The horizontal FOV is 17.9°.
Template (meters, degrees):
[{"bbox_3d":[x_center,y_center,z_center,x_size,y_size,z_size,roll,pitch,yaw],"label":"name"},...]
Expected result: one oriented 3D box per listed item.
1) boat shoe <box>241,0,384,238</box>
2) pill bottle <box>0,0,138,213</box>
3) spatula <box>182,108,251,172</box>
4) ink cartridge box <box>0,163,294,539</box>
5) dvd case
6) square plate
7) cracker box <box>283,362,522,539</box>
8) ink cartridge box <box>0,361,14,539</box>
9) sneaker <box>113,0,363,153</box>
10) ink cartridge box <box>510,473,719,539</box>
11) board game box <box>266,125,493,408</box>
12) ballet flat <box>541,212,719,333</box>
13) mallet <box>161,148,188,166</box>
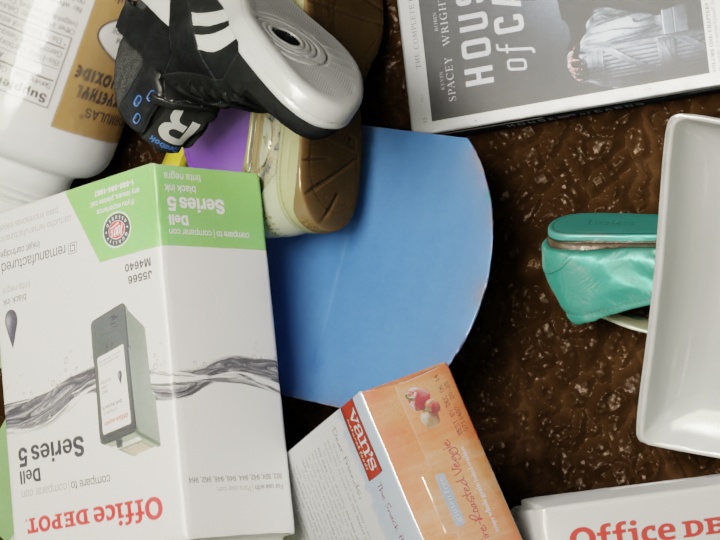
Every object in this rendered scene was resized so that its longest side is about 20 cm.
[{"bbox_3d":[-0.034,-0.115,1.281,0.062,0.073,0.202,-10,62,36],"label":"boat shoe"},{"bbox_3d":[-0.188,-0.113,1.336,0.114,0.114,0.201,23,97,21],"label":"pill bottle"},{"bbox_3d":[-0.070,-0.014,1.296,0.056,0.021,0.202,-14,75,24],"label":"spatula"},{"bbox_3d":[-0.121,0.056,1.247,0.145,0.084,0.202,-14,77,42],"label":"ink cartridge box"},{"bbox_3d":[0.115,-0.161,1.263,0.198,0.025,0.152,-8,85,21],"label":"dvd case"},{"bbox_3d":[0.245,0.018,1.149,0.198,0.028,0.200,9,122,13],"label":"square plate"},{"bbox_3d":[0.013,0.146,1.212,0.135,0.057,0.200,67,153,11],"label":"cracker box"},{"bbox_3d":[-0.172,0.117,1.357,0.199,0.048,0.146,35,101,18],"label":"ink cartridge box"},{"bbox_3d":[-0.072,-0.097,1.227,0.112,0.073,0.200,-59,38,20],"label":"sneaker"},{"bbox_3d":[0.163,0.209,1.169,0.145,0.084,0.202,-7,85,-7],"label":"ink cartridge box"},{"bbox_3d":[0.000,0.000,1.290,0.199,0.039,0.159,9,83,38],"label":"board game box"},{"bbox_3d":[0.195,0.000,1.211,0.198,0.067,0.071,-4,110,22],"label":"ballet flat"},{"bbox_3d":[-0.100,-0.062,1.344,0.065,0.041,0.202,20,100,19],"label":"mallet"}]
